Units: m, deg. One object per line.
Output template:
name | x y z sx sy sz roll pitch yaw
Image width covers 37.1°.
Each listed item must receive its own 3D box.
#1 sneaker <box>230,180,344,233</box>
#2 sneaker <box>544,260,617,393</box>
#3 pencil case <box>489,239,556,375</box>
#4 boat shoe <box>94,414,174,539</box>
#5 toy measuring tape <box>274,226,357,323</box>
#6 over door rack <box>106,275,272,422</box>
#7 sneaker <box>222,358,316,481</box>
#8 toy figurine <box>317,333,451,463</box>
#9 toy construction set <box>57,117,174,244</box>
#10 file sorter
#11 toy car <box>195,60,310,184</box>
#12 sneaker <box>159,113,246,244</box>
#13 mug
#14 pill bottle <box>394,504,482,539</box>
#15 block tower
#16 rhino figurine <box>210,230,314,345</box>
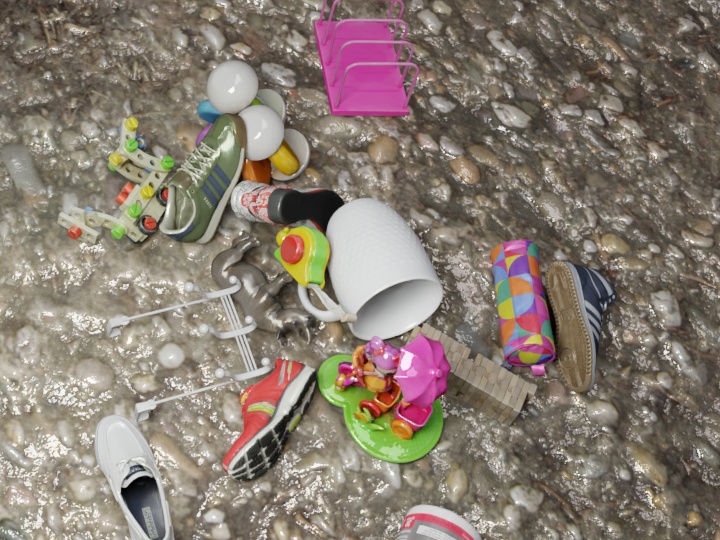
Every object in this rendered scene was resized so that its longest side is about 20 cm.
sneaker | -0.110 -0.098 1.613 0.107 0.201 0.068 11 94 28
sneaker | 0.350 0.086 1.652 0.108 0.070 0.203 3 74 -43
pencil case | 0.247 0.053 1.639 0.087 0.089 0.202 5 60 -13
boat shoe | -0.283 0.266 1.364 0.073 0.066 0.201 -21 67 -26
toy measuring tape | -0.058 -0.007 1.507 0.073 0.074 0.200 -23 45 -26
over door rack | -0.236 0.100 1.459 0.198 0.067 0.149 -19 64 -11
sneaker | -0.135 0.200 1.456 0.084 0.078 0.201 20 48 20
toy figurine | 0.046 0.143 1.462 0.199 0.185 0.151 33 56 7
toy construction set | -0.345 -0.114 1.568 0.131 0.092 0.201 41 62 -18
file sorter | 0.012 -0.381 1.814 0.137 0.126 0.202 -2 59 -16
toy car | -0.181 -0.209 1.653 0.149 0.175 0.201 -34 69 9
sneaker | -0.231 -0.130 1.541 0.067 0.202 0.089 31 19 32
mug | 0.000 0.000 1.577 0.198 0.148 0.177 -27 58 5
pill bottle | 0.072 0.408 1.348 0.110 0.111 0.201 28 55 3
block tower | 0.155 0.152 1.565 0.198 0.054 0.058 28 56 3
rhino figurine | -0.138 0.035 1.550 0.087 0.060 0.200 -40 76 -11
